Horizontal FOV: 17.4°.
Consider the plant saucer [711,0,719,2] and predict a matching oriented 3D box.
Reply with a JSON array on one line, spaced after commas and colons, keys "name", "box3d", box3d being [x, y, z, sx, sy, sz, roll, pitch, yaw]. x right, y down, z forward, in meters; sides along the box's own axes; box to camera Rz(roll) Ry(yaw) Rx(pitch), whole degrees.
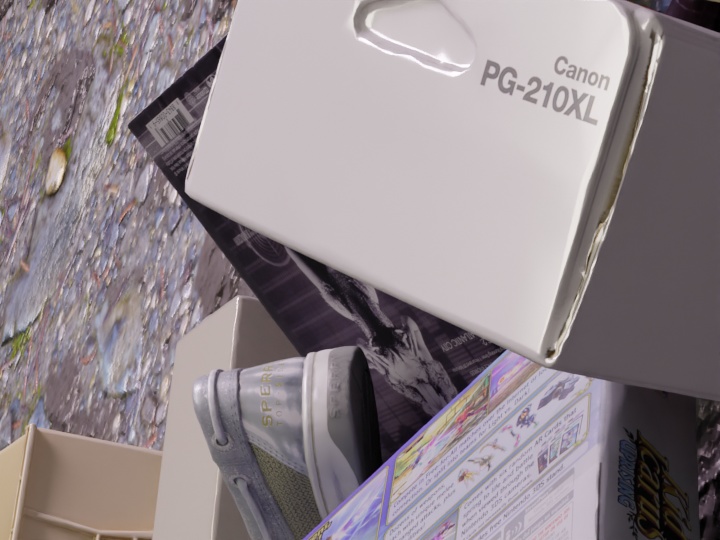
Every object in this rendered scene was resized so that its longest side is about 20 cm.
[{"name": "plant saucer", "box3d": [0.126, -0.172, 0.706, 0.031, 0.199, 0.201, 49, -127, -77]}]

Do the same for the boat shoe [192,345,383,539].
[{"name": "boat shoe", "box3d": [-0.023, 0.101, 0.926, 0.202, 0.065, 0.075, 84, -174, -54]}]

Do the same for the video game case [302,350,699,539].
[{"name": "video game case", "box3d": [0.023, 0.114, 0.724, 0.200, 0.045, 0.181, -45, 17, 26]}]

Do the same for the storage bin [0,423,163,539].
[{"name": "storage bin", "box3d": [-0.180, 0.202, 1.286, 0.200, 0.093, 0.199, -31, 49, 60]}]

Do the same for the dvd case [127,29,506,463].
[{"name": "dvd case", "box3d": [0.000, 0.000, 0.891, 0.016, 0.200, 0.149, -39, 4, -28]}]

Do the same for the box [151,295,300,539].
[{"name": "box", "box3d": [-0.051, 0.120, 1.059, 0.082, 0.068, 0.201, -34, 45, 58]}]

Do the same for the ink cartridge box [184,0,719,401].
[{"name": "ink cartridge box", "box3d": [0.076, -0.023, 0.620, 0.145, 0.200, 0.085, 25, 99, 46]}]

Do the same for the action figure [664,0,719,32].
[{"name": "action figure", "box3d": [0.109, -0.048, 0.793, 0.200, 0.069, 0.130, -64, 31, 35]}]
